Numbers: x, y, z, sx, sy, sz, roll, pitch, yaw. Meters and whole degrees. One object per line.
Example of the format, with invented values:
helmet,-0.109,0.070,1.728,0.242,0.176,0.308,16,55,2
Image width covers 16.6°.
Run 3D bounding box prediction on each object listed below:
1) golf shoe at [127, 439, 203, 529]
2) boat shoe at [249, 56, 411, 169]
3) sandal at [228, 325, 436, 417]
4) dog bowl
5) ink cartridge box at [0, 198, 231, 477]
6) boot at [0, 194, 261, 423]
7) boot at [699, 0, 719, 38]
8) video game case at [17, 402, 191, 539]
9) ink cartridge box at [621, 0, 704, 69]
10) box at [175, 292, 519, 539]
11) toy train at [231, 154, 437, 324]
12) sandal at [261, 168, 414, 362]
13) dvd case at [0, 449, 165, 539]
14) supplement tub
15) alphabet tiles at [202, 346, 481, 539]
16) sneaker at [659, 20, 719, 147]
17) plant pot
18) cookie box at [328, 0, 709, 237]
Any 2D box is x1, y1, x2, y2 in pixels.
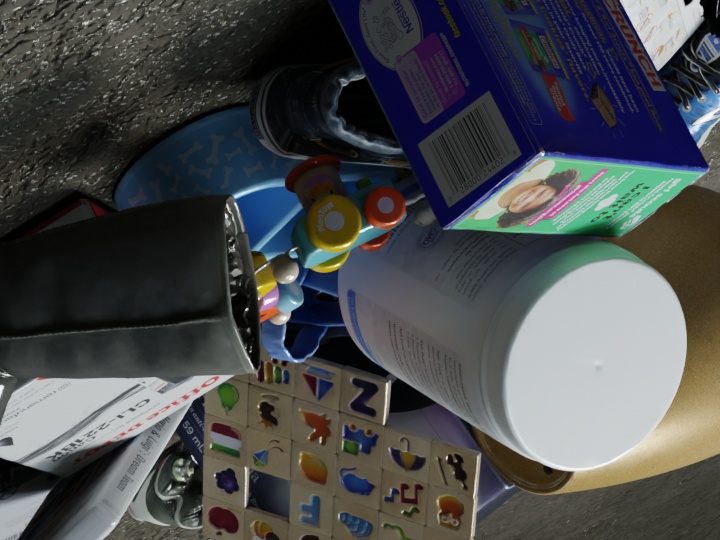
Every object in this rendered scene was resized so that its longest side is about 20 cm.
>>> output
golf shoe,-0.093,0.127,1.855,0.199,0.078,0.088,-30,-175,-37
boat shoe,0.042,-0.089,1.398,0.199,0.071,0.091,-5,-176,-32
sandal,-0.008,0.063,1.613,0.199,0.077,0.043,-15,180,25
dog bowl,-0.056,-0.048,1.477,0.199,0.050,0.111,-6,151,-49
ink cartridge box,-0.174,0.046,1.496,0.144,0.084,0.200,-31,163,7
boot,-0.151,0.050,1.340,0.198,0.183,0.073,-4,-157,3
boot,0.322,-0.193,1.521,0.167,0.077,0.200,-26,-169,-29
video game case,-0.187,0.158,1.648,0.200,0.024,0.182,-44,-170,37
ink cartridge box,0.139,-0.142,1.561,0.200,0.050,0.162,-47,161,-2
box,0.003,0.109,1.711,0.198,0.201,0.123,-42,169,28
toy train,-0.041,-0.014,1.407,0.199,0.056,0.150,-31,172,28
sandal,0.000,0.000,1.575,0.199,0.087,0.080,-25,138,7
dvd case,-0.207,0.132,1.772,0.149,0.025,0.200,-24,161,-17
supplement tub,0.084,0.026,1.449,0.131,0.200,0.133,-10,112,-27
alphabet tiles,-0.015,0.134,1.628,0.008,0.199,0.168,-45,145,-53
sneaker,0.221,-0.128,1.656,0.199,0.079,0.089,-34,156,-13
plant pot,0.169,0.066,1.628,0.199,0.187,0.187,-29,166,-39
cookie box,0.084,-0.109,1.332,0.075,0.172,0.199,-36,161,28
